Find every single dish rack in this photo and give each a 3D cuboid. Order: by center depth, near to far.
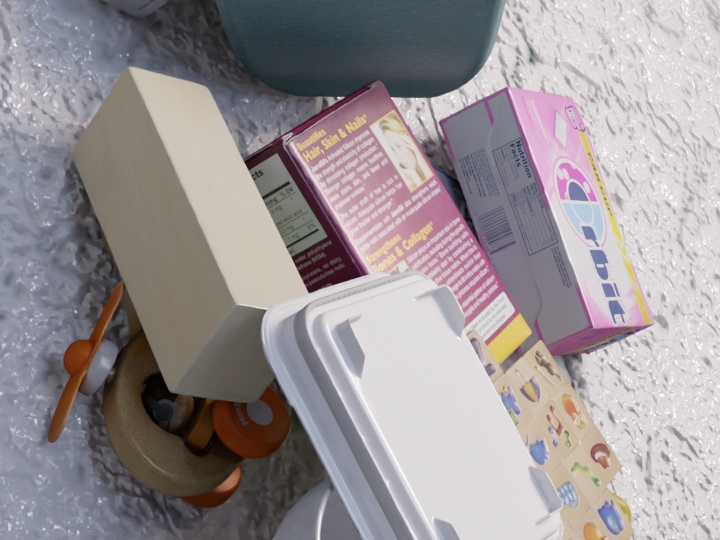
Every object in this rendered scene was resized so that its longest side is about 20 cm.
[{"bbox_3d":[0.040,0.090,1.120,0.171,0.043,0.201,-16,77,-59],"label":"dish rack"}]

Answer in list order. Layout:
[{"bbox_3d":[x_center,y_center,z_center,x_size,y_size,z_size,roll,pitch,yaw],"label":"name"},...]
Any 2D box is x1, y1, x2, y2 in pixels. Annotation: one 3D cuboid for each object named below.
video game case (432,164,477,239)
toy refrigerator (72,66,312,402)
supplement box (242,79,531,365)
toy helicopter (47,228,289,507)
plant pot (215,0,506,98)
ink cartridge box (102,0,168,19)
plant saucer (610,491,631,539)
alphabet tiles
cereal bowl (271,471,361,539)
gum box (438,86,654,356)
[{"bbox_3d":[0.023,-0.001,1.412,0.142,0.019,0.201,31,49,-31],"label":"video game case"},{"bbox_3d":[-0.099,-0.023,1.188,0.070,0.076,0.201,11,39,-40],"label":"toy refrigerator"},{"bbox_3d":[0.000,0.000,1.291,0.201,0.103,0.131,59,37,-4],"label":"supplement box"},{"bbox_3d":[-0.130,0.043,1.207,0.131,0.079,0.201,7,53,-33],"label":"toy helicopter"},{"bbox_3d":[0.004,-0.220,1.356,0.194,0.200,0.198,0,60,2],"label":"plant pot"},{"bbox_3d":[-0.192,-0.272,1.284,0.199,0.085,0.149,22,55,-36],"label":"ink cartridge box"},{"bbox_3d":[0.117,0.207,1.361,0.199,0.048,0.201,29,55,-33],"label":"plant saucer"},{"bbox_3d":[0.101,0.117,1.229,0.168,0.008,0.200,57,30,-1],"label":"alphabet tiles"},{"bbox_3d":[0.014,0.208,1.099,0.200,0.083,0.201,40,33,-32],"label":"cereal bowl"},{"bbox_3d":[0.138,-0.040,1.496,0.113,0.066,0.202,0,69,-59],"label":"gum box"}]
